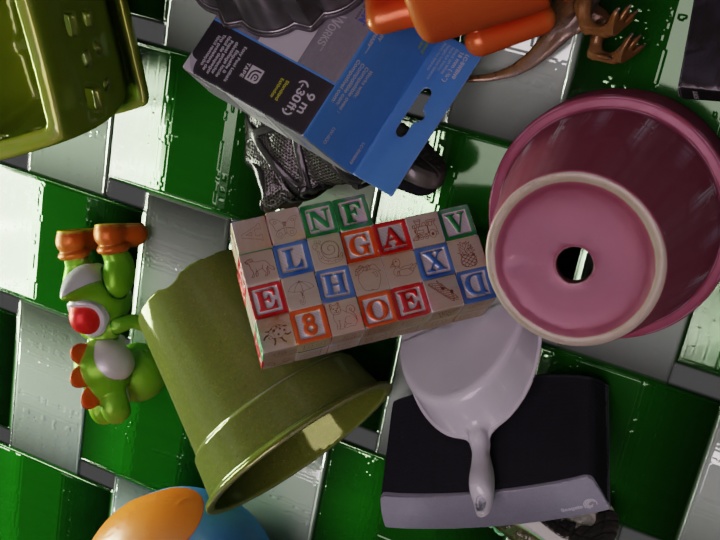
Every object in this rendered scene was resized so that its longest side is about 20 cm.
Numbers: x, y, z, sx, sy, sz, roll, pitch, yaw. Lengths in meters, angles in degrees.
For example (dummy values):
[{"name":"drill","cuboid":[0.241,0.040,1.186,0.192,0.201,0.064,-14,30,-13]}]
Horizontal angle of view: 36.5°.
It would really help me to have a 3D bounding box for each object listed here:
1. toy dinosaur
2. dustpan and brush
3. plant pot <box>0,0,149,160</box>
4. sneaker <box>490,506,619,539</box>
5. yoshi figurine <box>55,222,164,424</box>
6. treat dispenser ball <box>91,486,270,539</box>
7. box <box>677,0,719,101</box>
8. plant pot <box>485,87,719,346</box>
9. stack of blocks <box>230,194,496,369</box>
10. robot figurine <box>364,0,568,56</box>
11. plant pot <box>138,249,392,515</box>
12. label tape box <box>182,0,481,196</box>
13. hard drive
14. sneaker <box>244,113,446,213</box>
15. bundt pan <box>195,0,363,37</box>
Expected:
[{"name":"toy dinosaur","cuboid":[0.168,-0.202,0.866,0.106,0.060,0.200,49,118,34]},{"name":"dustpan and brush","cuboid":[0.096,0.113,0.929,0.139,0.200,0.057,-23,125,27]},{"name":"plant pot","cuboid":[-0.316,-0.210,0.996,0.200,0.181,0.199,-7,103,25]},{"name":"sneaker","cuboid":[0.131,0.220,0.996,0.200,0.077,0.089,26,135,23]},{"name":"yoshi figurine","cuboid":[-0.246,0.053,1.110,0.112,0.112,0.200,-5,90,-16]},{"name":"treat dispenser ball","cuboid":[-0.179,0.316,1.082,0.201,0.201,0.201,7,108,22]},{"name":"box","cuboid":[0.337,-0.184,0.771,0.200,0.036,0.143,9,87,23]},{"name":"plant pot","cuboid":[0.181,-0.030,0.832,0.200,0.179,0.200,6,107,21]},{"name":"stack of blocks","cuboid":[0.000,0.000,0.920,0.200,0.059,0.115,-12,74,-10]},{"name":"robot figurine","cuboid":[0.093,-0.235,0.792,0.200,0.117,0.144,-15,94,12]},{"name":"plant pot","cuboid":[-0.106,0.090,1.006,0.200,0.200,0.190,-45,73,28]},{"name":"label tape box","cuboid":[-0.024,-0.174,0.895,0.200,0.063,0.144,32,87,23]},{"name":"hard drive","cuboid":[0.113,0.153,0.944,0.200,0.135,0.042,-10,137,23]},{"name":"sneaker","cuboid":[-0.021,-0.090,0.964,0.199,0.076,0.114,24,116,19]},{"name":"bundt pan","cuboid":[-0.067,-0.293,0.868,0.202,0.076,0.202,-5,73,17]}]
